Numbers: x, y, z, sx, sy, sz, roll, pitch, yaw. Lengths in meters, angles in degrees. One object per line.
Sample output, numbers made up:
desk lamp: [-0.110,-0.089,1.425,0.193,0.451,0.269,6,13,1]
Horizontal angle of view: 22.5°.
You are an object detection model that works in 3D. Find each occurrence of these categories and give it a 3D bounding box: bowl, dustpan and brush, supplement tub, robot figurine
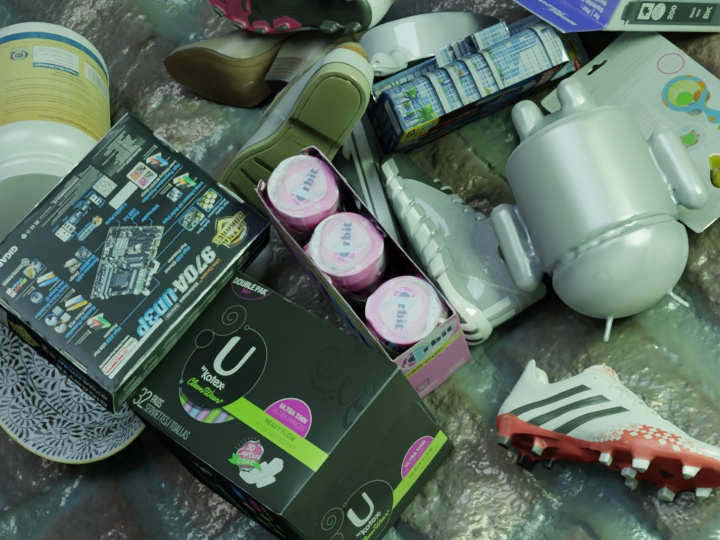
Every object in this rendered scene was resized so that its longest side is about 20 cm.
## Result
bowl: [-0.232,0.060,1.571,0.199,0.094,0.203,3,96,25]
dustpan and brush: [0.041,-0.194,1.610,0.138,0.200,0.058,-12,86,22]
supplement tub: [-0.312,-0.125,1.742,0.143,0.145,0.201,-20,48,13]
robot figurine: [0.186,-0.048,1.417,0.168,0.113,0.202,-26,73,16]

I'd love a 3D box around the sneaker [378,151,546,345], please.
sneaker: [0.098,-0.037,1.515,0.115,0.075,0.201,-27,57,1]

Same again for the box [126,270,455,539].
box: [-0.056,0.123,1.432,0.199,0.125,0.149,28,72,41]

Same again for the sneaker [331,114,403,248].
sneaker: [-0.020,-0.088,1.604,0.079,0.079,0.201,-19,50,7]

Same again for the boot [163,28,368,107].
boot: [-0.080,-0.232,1.761,0.198,0.071,0.147,14,57,34]

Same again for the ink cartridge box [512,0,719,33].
ink cartridge box: [0.189,-0.259,1.563,0.198,0.044,0.198,-7,33,-38]

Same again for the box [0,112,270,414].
box: [-0.194,-0.009,1.471,0.158,0.046,0.200,37,68,11]

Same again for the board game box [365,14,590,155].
board game box: [0.108,-0.170,1.550,0.198,0.200,0.062,-25,89,-5]

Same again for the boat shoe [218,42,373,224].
boat shoe: [-0.052,-0.113,1.541,0.200,0.074,0.069,-43,18,34]

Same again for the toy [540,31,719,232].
toy: [0.257,-0.112,1.496,0.115,0.047,0.200,-39,50,-8]

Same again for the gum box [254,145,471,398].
gum box: [0.000,0.000,1.459,0.066,0.114,0.200,-37,67,-5]

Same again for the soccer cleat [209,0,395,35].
soccer cleat: [-0.053,-0.261,1.691,0.198,0.070,0.086,14,39,31]

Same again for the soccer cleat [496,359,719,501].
soccer cleat: [0.192,0.114,1.346,0.198,0.069,0.086,7,63,37]

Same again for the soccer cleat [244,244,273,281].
soccer cleat: [-0.165,0.007,1.627,0.198,0.070,0.077,-5,20,36]
